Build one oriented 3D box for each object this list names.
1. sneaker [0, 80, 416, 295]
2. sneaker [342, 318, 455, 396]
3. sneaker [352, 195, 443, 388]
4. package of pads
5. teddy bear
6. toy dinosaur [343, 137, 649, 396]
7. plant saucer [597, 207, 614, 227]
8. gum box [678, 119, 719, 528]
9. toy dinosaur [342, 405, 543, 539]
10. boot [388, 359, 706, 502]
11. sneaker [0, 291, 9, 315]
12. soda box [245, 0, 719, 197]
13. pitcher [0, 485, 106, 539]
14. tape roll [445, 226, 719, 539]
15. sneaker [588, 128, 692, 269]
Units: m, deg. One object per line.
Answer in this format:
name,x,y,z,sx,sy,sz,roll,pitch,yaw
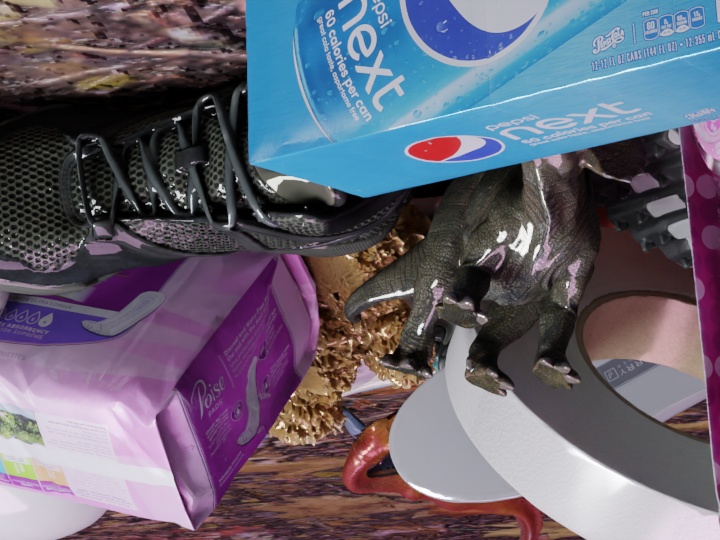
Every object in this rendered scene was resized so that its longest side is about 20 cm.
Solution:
sneaker,-0.069,-0.040,0.900,0.199,0.077,0.114,-3,166,-14
sneaker,-0.005,0.038,1.255,0.199,0.078,0.086,-4,171,8
sneaker,0.000,0.000,1.132,0.088,0.076,0.200,24,148,-37
package of pads,-0.127,0.032,1.002,0.199,0.121,0.076,8,133,29
teddy bear,-0.027,0.009,1.069,0.145,0.067,0.200,24,145,13
toy dinosaur,0.056,-0.009,0.913,0.077,0.103,0.200,26,158,-7
plant saucer,0.212,-0.026,1.101,0.199,0.037,0.200,-2,168,-2
gum box,0.180,0.001,0.831,0.113,0.201,0.066,-1,167,-14
toy dinosaur,0.052,0.115,1.466,0.105,0.200,0.181,-30,-174,32
boot,0.112,0.057,1.124,0.199,0.074,0.096,-22,169,3
sneaker,-0.230,-0.012,0.954,0.199,0.087,0.075,-4,169,8
soda box,0.059,-0.077,0.777,0.199,0.064,0.068,-12,164,36
pitcher,-0.244,0.078,1.335,0.200,0.122,0.171,21,176,-37
tape roll,0.133,0.052,0.981,0.202,0.203,0.037,3,124,-24
sneaker,0.158,-0.039,0.961,0.200,0.091,0.066,35,149,-27
